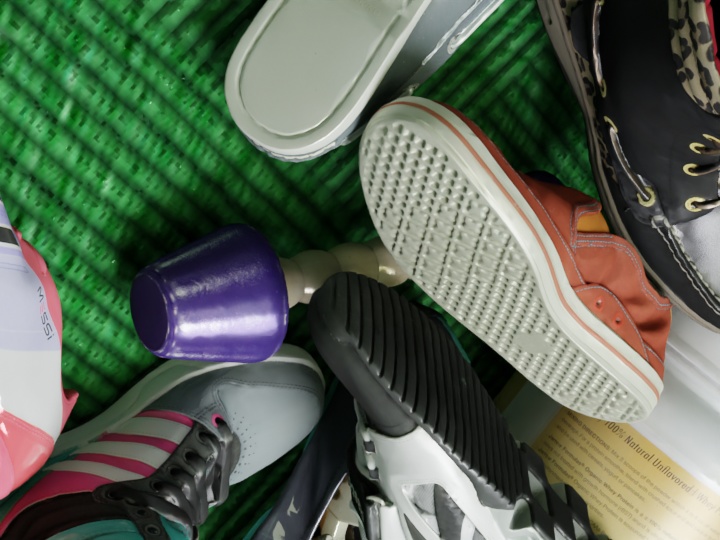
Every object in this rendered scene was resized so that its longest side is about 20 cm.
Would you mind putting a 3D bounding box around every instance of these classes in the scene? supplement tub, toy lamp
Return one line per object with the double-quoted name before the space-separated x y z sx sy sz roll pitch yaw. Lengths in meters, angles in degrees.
"supplement tub" 0.113 0.110 0.964 0.200 0.145 0.144 -52 137 6
"toy lamp" 0.000 0.000 0.858 0.199 0.058 0.058 -10 126 -32

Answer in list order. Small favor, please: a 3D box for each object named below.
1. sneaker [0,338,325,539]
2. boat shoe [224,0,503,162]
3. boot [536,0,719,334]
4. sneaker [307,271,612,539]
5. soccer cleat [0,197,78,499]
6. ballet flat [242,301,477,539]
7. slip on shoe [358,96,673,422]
"sneaker" -0.078 0.102 0.824 0.199 0.121 0.084 -24 134 -24
"boat shoe" 0.025 -0.122 0.795 0.200 0.073 0.062 -49 169 -2
"boot" 0.146 -0.054 0.815 0.073 0.151 0.201 -26 104 -13
"sneaker" 0.023 0.090 0.838 0.088 0.074 0.200 -28 117 20
"soccer cleat" -0.145 -0.006 0.745 0.077 0.066 0.201 -50 143 -46
"ballet flat" -0.007 0.109 0.919 0.073 0.073 0.201 15 110 -44
"slip on shoe" 0.065 -0.011 0.830 0.200 0.074 0.061 43 59 -41
